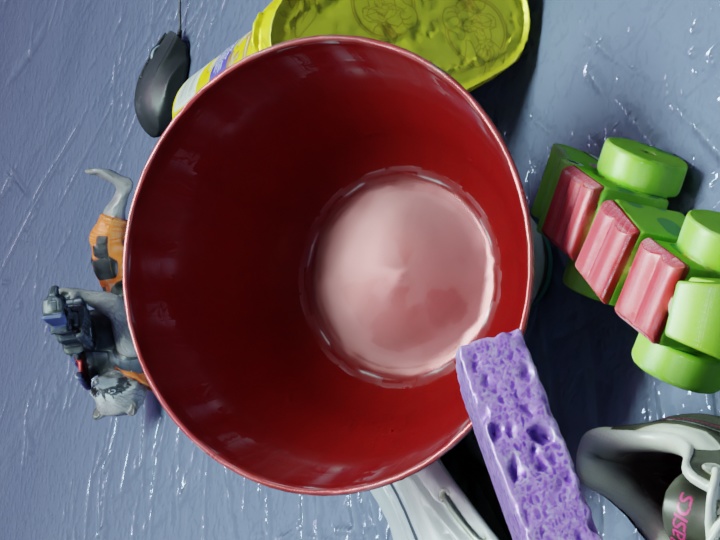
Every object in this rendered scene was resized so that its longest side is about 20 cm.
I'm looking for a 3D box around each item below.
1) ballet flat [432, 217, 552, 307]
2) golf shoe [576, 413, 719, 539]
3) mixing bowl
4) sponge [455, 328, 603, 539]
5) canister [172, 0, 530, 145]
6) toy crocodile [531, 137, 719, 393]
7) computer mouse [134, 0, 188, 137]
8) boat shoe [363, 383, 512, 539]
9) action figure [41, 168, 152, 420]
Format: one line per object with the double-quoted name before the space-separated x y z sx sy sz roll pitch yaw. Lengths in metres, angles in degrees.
"ballet flat" 0.031 -0.023 0.918 0.200 0.069 0.070 -138 62 -63
"golf shoe" 0.146 0.101 0.572 0.200 0.087 0.078 28 104 65
"mixing bowl" 0.000 0.000 0.808 0.198 0.108 0.202 -1 86 22
"sponge" 0.083 0.128 0.640 0.112 0.030 0.201 72 179 -69
"canister" -0.014 -0.111 0.963 0.087 0.148 0.200 64 158 -4
"toy crocodile" 0.115 -0.008 0.721 0.200 0.061 0.068 -125 51 -60
"computer mouse" -0.167 -0.214 1.503 0.059 0.034 0.202 165 114 -66
"boat shoe" 0.043 0.095 0.854 0.067 0.073 0.201 -49 44 24
"action figure" -0.187 0.021 1.366 0.200 0.103 0.196 83 -170 -84
